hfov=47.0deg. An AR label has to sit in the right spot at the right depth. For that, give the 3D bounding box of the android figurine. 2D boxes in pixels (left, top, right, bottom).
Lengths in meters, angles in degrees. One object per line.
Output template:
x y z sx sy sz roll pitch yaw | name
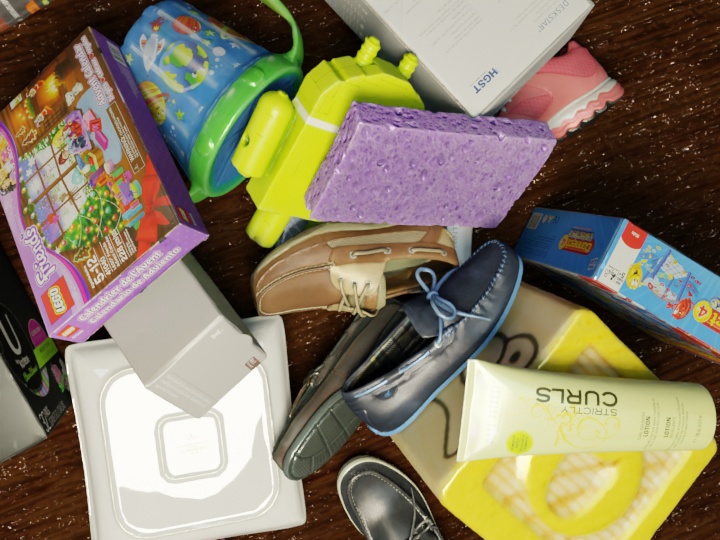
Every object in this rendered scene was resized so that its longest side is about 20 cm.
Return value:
-0.019 -0.103 0.710 0.179 0.041 0.202 7 125 -41 | android figurine

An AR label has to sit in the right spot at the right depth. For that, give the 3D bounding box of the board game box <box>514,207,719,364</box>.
0.262 0.016 0.767 0.193 0.200 0.057 29 92 -11 | board game box

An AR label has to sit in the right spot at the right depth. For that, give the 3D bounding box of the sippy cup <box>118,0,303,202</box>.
-0.138 -0.157 0.715 0.129 0.140 0.178 37 57 6 | sippy cup

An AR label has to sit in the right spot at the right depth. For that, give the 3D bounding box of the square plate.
-0.154 0.154 0.744 0.195 0.028 0.204 -8 97 -11 | square plate

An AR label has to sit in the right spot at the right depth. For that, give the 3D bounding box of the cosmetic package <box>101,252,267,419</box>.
-0.174 0.014 0.689 0.090 0.107 0.201 -38 62 -3 | cosmetic package

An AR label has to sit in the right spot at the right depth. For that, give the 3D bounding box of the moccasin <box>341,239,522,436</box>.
0.061 0.053 0.712 0.068 0.080 0.202 37 91 -26 | moccasin

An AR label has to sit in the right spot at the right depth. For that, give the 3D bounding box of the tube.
0.168 0.109 0.621 0.194 0.052 0.059 4 60 -12 | tube

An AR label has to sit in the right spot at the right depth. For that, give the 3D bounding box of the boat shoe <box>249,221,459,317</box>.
0.000 0.000 0.740 0.196 0.075 0.077 -19 144 -14 | boat shoe

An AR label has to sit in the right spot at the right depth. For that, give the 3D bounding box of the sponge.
0.060 -0.084 0.700 0.195 0.112 0.030 0 52 -28 | sponge

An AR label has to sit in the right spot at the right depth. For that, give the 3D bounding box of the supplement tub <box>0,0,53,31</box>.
-0.255 -0.295 0.690 0.198 0.107 0.108 -34 100 -5 | supplement tub

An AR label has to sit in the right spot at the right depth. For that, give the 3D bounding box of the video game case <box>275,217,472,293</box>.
0.016 -0.072 0.804 0.194 0.023 0.188 2 95 -10 | video game case

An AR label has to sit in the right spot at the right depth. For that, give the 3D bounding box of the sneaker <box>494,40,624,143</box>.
0.158 -0.154 0.803 0.198 0.074 0.088 -31 85 -18 | sneaker

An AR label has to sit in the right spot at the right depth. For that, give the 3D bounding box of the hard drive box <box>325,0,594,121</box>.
0.081 -0.244 0.740 0.155 0.077 0.201 -42 86 -9 | hard drive box

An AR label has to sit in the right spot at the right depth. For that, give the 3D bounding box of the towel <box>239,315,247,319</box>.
-0.146 0.142 0.784 0.109 0.049 0.206 11 93 -12 | towel

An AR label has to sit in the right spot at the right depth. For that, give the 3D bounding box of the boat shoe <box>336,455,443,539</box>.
0.048 0.270 0.825 0.074 0.062 0.202 -34 99 -3 | boat shoe

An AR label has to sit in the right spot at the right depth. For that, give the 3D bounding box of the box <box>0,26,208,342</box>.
-0.212 -0.068 0.639 0.136 0.039 0.202 -37 65 14 | box

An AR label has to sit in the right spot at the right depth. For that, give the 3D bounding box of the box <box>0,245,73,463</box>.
-0.345 0.060 0.688 0.122 0.148 0.204 -27 99 -5 | box

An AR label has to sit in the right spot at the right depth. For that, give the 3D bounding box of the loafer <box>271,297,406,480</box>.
-0.018 0.104 0.777 0.200 0.062 0.073 -47 146 -22 | loafer

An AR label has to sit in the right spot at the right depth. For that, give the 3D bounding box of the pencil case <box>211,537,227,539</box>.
-0.143 0.357 0.783 0.089 0.094 0.205 -16 99 -7 | pencil case

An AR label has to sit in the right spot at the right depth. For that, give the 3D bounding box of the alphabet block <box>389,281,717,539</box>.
0.154 0.141 0.751 0.195 0.200 0.197 39 89 -18 | alphabet block
